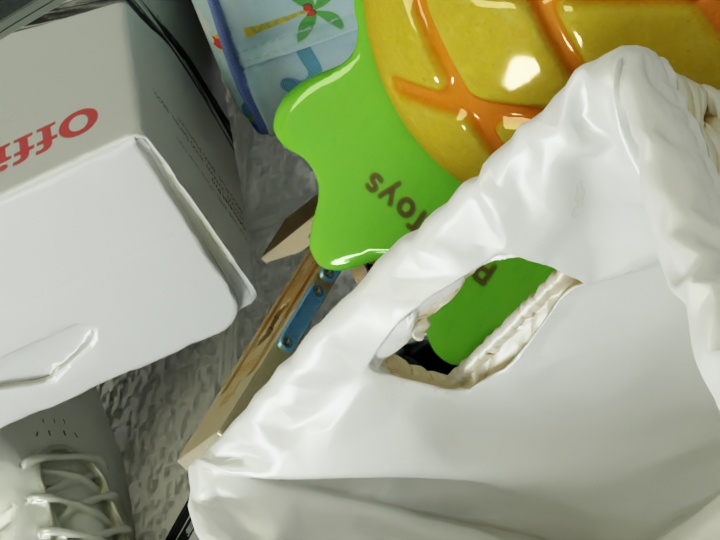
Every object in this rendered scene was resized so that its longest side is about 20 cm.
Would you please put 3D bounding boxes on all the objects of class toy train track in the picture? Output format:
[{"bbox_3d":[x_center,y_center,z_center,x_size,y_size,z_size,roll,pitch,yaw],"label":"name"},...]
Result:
[{"bbox_3d":[0.000,0.000,0.883,0.115,0.033,0.200,-37,15,43],"label":"toy train track"}]

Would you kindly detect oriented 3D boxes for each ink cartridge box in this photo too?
[{"bbox_3d":[-0.124,-0.048,0.948,0.144,0.084,0.200,-25,39,10],"label":"ink cartridge box"}]

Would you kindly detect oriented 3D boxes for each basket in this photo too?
[{"bbox_3d":[0.086,0.090,0.694,0.198,0.161,0.200,-46,45,36],"label":"basket"}]

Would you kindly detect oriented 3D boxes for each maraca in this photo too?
[{"bbox_3d":[0.055,-0.065,0.752,0.137,0.107,0.200,39,116,14],"label":"maraca"}]

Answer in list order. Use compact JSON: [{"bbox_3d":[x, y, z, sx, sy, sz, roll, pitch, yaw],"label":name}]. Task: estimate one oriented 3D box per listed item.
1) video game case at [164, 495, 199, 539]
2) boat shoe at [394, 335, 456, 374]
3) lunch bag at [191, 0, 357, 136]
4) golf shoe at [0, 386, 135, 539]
[{"bbox_3d":[-0.049,0.189,0.934,0.200,0.025,0.181,-61,37,41],"label":"video game case"},{"bbox_3d":[0.024,0.042,0.868,0.201,0.071,0.070,-25,61,50],"label":"boat shoe"},{"bbox_3d":[-0.040,-0.160,0.920,0.161,0.082,0.200,-114,5,-56],"label":"lunch bag"},{"bbox_3d":[-0.092,0.107,0.936,0.091,0.075,0.201,-18,77,51],"label":"golf shoe"}]
